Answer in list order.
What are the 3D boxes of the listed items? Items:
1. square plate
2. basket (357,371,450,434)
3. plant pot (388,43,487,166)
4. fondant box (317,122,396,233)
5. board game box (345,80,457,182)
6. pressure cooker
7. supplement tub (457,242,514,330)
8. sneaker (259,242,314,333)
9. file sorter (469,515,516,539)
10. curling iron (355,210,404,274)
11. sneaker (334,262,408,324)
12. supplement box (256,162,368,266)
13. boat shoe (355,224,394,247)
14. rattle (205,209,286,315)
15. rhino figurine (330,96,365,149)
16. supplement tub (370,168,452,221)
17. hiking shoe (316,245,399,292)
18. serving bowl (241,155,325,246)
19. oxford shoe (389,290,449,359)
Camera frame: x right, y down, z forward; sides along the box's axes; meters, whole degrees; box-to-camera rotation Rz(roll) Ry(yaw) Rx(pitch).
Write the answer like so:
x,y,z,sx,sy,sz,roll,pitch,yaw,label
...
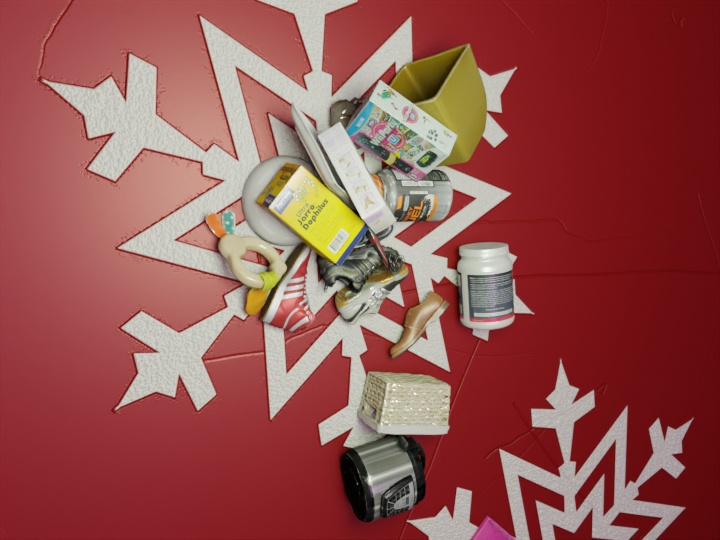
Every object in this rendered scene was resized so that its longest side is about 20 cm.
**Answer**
x,y,z,sx,sy,sz,roll,pitch,yaw,label
-0.074,-0.225,1.206,0.028,0.198,0.202,-29,74,7,square plate
0.111,0.323,1.426,0.198,0.135,0.125,9,90,-24,basket
0.176,-0.348,1.314,0.200,0.194,0.195,51,57,-33,plant pot
-0.005,-0.188,1.202,0.058,0.144,0.201,-30,76,6,fondant box
0.081,-0.288,1.229,0.199,0.147,0.065,31,64,-13,board game box
0.069,0.494,1.407,0.198,0.176,0.181,-10,74,-23,pressure cooker
0.316,0.038,1.469,0.139,0.140,0.203,-9,101,-22,supplement tub
-0.135,0.045,1.311,0.112,0.071,0.202,28,94,-20,sneaker
0.407,0.825,1.627,0.200,0.125,0.139,44,80,-22,file sorter
0.037,-0.081,1.314,0.049,0.026,0.201,-32,94,27,curling iron
0.032,0.055,1.395,0.199,0.076,0.088,-29,123,-14,sneaker
-0.100,-0.117,1.210,0.200,0.109,0.110,40,84,-27,supplement box
-0.003,-0.089,1.352,0.198,0.068,0.073,-7,100,-22,boat shoe
-0.269,-0.019,1.268,0.199,0.143,0.131,36,57,-4,rattle
-0.024,-0.291,1.319,0.086,0.060,0.203,-6,102,-19,rhino figurine
0.105,-0.175,1.357,0.198,0.122,0.124,-4,99,-23,supplement tub
0.000,0.000,1.353,0.197,0.076,0.102,-8,83,-13,hiking shoe
-0.158,-0.151,1.277,0.198,0.066,0.203,-4,100,-23,serving bowl
0.133,0.137,1.455,0.071,0.071,0.200,41,80,6,oxford shoe
